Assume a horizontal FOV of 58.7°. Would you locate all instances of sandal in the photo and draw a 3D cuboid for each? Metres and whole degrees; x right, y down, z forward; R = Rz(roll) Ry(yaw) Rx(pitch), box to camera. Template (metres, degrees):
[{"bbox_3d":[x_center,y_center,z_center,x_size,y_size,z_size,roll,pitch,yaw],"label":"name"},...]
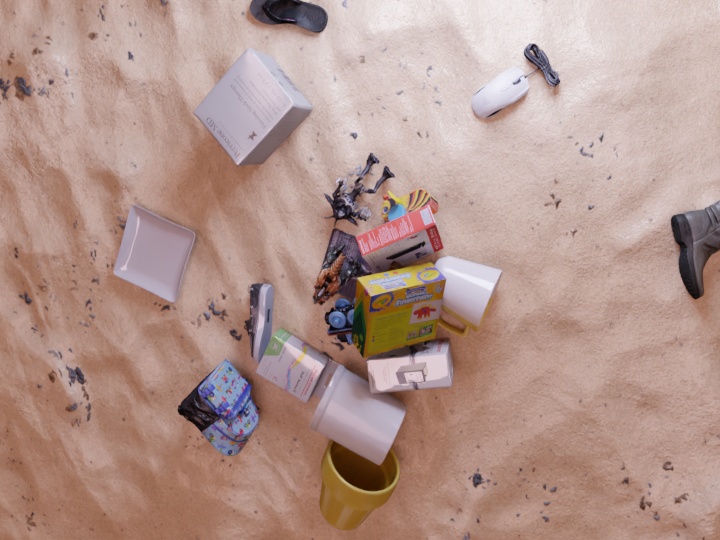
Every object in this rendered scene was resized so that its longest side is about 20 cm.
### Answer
[{"bbox_3d":[-0.173,-0.617,1.513,0.194,0.048,0.078,13,102,8],"label":"sandal"}]

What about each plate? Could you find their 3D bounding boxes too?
[{"bbox_3d":[-0.543,-0.046,1.699,0.195,0.032,0.205,23,103,7],"label":"plate"}]

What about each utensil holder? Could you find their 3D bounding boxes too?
[{"bbox_3d":[-0.005,0.357,1.572,0.196,0.170,0.174,28,104,4],"label":"utensil holder"}]

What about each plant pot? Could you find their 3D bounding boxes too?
[{"bbox_3d":[-0.020,0.542,1.623,0.196,0.201,0.193,26,120,6],"label":"plant pot"}]

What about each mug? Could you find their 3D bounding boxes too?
[{"bbox_3d":[0.230,0.059,1.505,0.150,0.149,0.192,23,97,14],"label":"mug"}]

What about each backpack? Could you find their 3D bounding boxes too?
[{"bbox_3d":[-0.344,0.362,1.654,0.134,0.183,0.201,-39,94,21],"label":"backpack"}]

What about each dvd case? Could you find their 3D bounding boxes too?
[{"bbox_3d":[0.000,0.000,1.603,0.195,0.016,0.153,20,103,8],"label":"dvd case"}]

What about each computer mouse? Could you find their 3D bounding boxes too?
[{"bbox_3d":[0.342,-0.415,1.444,0.197,0.044,0.111,-33,93,15],"label":"computer mouse"}]

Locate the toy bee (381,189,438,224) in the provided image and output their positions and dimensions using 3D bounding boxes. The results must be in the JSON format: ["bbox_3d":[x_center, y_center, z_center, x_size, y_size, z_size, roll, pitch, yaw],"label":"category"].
[{"bbox_3d":[0.086,-0.146,1.510,0.194,0.132,0.111,-17,57,11],"label":"toy bee"}]

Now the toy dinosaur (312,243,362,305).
[{"bbox_3d":[-0.061,0.017,1.536,0.103,0.137,0.198,47,148,-15],"label":"toy dinosaur"}]

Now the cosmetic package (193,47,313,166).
[{"bbox_3d":[-0.248,-0.379,1.510,0.199,0.166,0.168,-42,90,16],"label":"cosmetic package"}]

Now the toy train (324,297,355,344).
[{"bbox_3d":[0.007,0.128,1.582,0.194,0.087,0.117,-11,116,21],"label":"toy train"}]

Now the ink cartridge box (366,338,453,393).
[{"bbox_3d":[0.124,0.229,1.551,0.193,0.145,0.087,-7,98,12],"label":"ink cartridge box"}]

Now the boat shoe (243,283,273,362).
[{"bbox_3d":[-0.270,0.133,1.658,0.064,0.070,0.207,9,101,17],"label":"boat shoe"}]

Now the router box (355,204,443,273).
[{"bbox_3d":[0.095,-0.064,1.468,0.175,0.200,0.050,-23,73,7],"label":"router box"}]

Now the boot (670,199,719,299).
[{"bbox_3d":[0.773,-0.046,1.412,0.127,0.068,0.206,-14,98,8],"label":"boot"}]

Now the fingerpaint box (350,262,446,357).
[{"bbox_3d":[0.083,0.086,1.432,0.195,0.074,0.171,-12,127,-26],"label":"fingerpaint box"}]

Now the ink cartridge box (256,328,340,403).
[{"bbox_3d":[-0.157,0.256,1.654,0.196,0.067,0.120,29,104,5],"label":"ink cartridge box"}]

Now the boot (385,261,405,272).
[{"bbox_3d":[0.103,0.071,1.525,0.076,0.073,0.201,-50,130,-17],"label":"boot"}]

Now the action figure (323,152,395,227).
[{"bbox_3d":[-0.014,-0.181,1.531,0.118,0.102,0.201,40,104,-9],"label":"action figure"}]
